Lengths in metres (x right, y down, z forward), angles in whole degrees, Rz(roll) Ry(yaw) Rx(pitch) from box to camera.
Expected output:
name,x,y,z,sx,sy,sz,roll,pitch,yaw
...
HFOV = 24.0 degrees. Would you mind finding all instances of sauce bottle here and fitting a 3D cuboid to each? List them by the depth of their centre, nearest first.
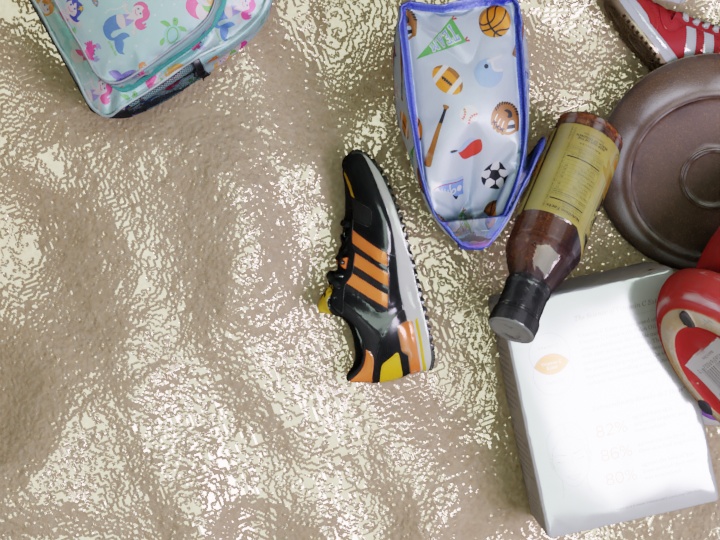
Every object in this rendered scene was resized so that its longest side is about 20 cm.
name,x,y,z,sx,sy,sz,roll,pitch,yaw
sauce bottle,0.157,-0.035,1.392,0.065,0.066,0.202,26,69,-3

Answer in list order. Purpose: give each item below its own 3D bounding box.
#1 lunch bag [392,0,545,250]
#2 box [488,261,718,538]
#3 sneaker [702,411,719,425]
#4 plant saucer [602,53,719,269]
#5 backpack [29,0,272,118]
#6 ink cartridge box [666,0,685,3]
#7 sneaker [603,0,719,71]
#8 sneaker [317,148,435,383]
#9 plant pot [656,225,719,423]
name,x,y,z,sx,sy,sz,roll,pitch,yaw
lunch bag,0.091,-0.118,1.408,0.122,0.170,0.203,-4,91,3
box,0.205,0.107,1.450,0.150,0.106,0.203,-12,93,-1
sneaker,0.377,0.082,1.466,0.198,0.088,0.081,-22,91,-2
plant saucer,0.301,-0.084,1.446,0.197,0.032,0.203,3,116,6
backpack,-0.172,-0.241,1.409,0.199,0.151,0.179,-29,92,-6
ink cartridge box,0.194,-0.323,1.441,0.197,0.050,0.164,11,68,4
sneaker,0.308,-0.199,1.461,0.200,0.071,0.113,43,94,-11
sneaker,0.000,0.000,1.456,0.089,0.070,0.202,-16,95,-5
plant pot,0.350,0.035,1.334,0.182,0.200,0.201,-41,93,-18
